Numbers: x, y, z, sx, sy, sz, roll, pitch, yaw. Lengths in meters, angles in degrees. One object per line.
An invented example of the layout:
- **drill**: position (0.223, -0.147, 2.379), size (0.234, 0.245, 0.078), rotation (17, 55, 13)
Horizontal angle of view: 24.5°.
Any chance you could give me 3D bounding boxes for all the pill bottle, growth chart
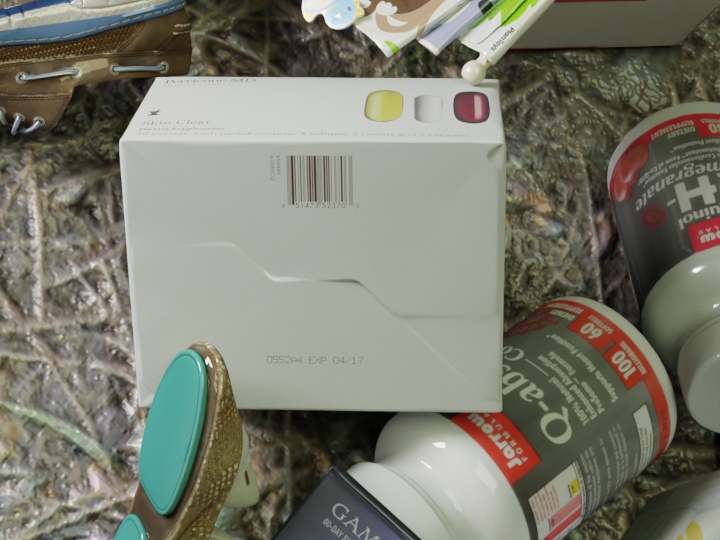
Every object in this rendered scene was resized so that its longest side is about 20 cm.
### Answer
- **pill bottle**: position (0.220, -0.001, 1.019), size (0.110, 0.111, 0.201), rotation (11, 43, -15)
- **pill bottle**: position (0.081, 0.110, 0.962), size (0.199, 0.116, 0.116), rotation (-34, 85, -30)
- **growth chart**: position (0.028, -0.188, 0.944), size (0.199, 0.018, 0.145), rotation (35, 80, 21)

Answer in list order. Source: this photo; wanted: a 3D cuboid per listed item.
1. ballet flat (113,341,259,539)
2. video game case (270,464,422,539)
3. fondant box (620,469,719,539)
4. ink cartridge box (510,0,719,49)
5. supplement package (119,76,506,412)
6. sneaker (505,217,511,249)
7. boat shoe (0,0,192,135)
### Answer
- **ballet flat**: position (-0.093, 0.129, 0.890), size (0.065, 0.202, 0.071), rotation (9, 25, -30)
- **video game case**: position (-0.024, 0.225, 0.868), size (0.143, 0.019, 0.200), rotation (40, 92, 9)
- **fondant box**: position (0.166, 0.204, 0.950), size (0.058, 0.144, 0.200), rotation (43, 64, -1)
- **ink cartridge box**: position (0.153, -0.260, 1.139), size (0.145, 0.083, 0.202), rotation (-5, 74, -20)
- **supplement package**: position (-0.021, -0.017, 0.910), size (0.198, 0.111, 0.157), rotation (0, 113, 3)
- **sneaker**: position (0.000, 0.000, 1.005), size (0.198, 0.076, 0.093), rotation (6, 74, -16)
- **boat shoe**: position (-0.193, -0.118, 0.973), size (0.198, 0.072, 0.073), rotation (-15, 106, -4)
